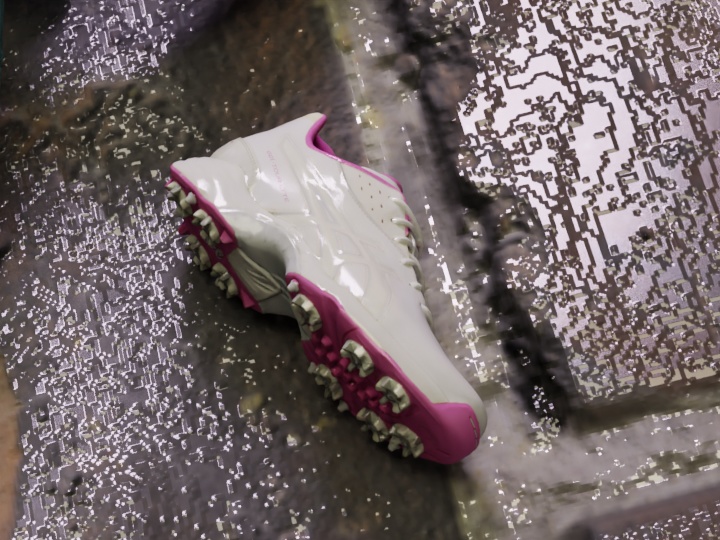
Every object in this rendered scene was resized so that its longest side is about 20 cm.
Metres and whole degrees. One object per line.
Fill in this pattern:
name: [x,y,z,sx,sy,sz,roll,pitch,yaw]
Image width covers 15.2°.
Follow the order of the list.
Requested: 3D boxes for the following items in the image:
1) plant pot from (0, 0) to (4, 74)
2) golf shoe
plant pot: [-0.242,-0.100,1.213,0.160,0.201,0.201,3,53,-6]
golf shoe: [0.000,0.000,1.172,0.091,0.075,0.200,-33,57,-19]
